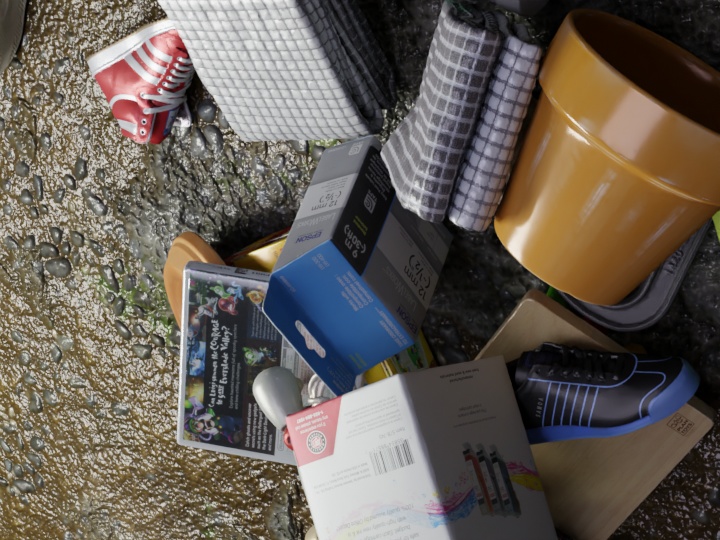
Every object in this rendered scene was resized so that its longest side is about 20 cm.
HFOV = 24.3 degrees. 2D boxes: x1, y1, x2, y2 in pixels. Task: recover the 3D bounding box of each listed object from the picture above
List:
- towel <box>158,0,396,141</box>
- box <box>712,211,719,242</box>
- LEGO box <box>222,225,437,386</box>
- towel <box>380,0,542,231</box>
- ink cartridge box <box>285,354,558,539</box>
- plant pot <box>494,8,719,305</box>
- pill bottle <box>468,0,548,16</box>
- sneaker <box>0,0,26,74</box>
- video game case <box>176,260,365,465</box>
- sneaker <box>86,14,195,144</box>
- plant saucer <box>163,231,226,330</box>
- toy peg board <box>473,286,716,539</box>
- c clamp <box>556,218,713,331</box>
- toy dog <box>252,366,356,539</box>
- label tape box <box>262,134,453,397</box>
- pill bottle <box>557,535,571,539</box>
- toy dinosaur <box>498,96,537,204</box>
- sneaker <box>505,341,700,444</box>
[{"bbox_3d":[-0.075,-0.210,1.528,0.165,0.086,0.200,4,141,34],"label":"towel"},{"bbox_3d":[0.391,-0.036,1.354,0.200,0.048,0.122,-12,104,37],"label":"box"},{"bbox_3d":[-0.031,0.050,1.661,0.149,0.077,0.200,-19,98,38],"label":"LEGO box"},{"bbox_3d":[0.081,-0.135,1.389,0.085,0.200,0.166,13,104,-7],"label":"towel"},{"bbox_3d":[0.056,0.191,1.407,0.145,0.145,0.200,-23,79,40],"label":"ink cartridge box"},{"bbox_3d":[0.207,-0.080,1.343,0.200,0.200,0.183,38,115,15],"label":"plant pot"},{"bbox_3d":[0.075,-0.298,1.414,0.200,0.113,0.113,30,124,21],"label":"pill bottle"},{"bbox_3d":[-0.406,-0.289,1.775,0.084,0.075,0.200,31,115,18],"label":"sneaker"},{"bbox_3d":[-0.086,0.095,1.616,0.182,0.023,0.200,9,117,8],"label":"video game case"},{"bbox_3d":[-0.187,-0.194,1.665,0.200,0.071,0.113,-18,96,46],"label":"sneaker"},{"bbox_3d":[-0.149,0.057,1.708,0.200,0.037,0.200,51,157,31],"label":"plant saucer"},{"bbox_3d":[0.197,0.119,1.543,0.199,0.098,0.200,34,127,-1],"label":"toy peg board"},{"bbox_3d":[0.217,-0.053,1.448,0.171,0.027,0.200,19,103,7],"label":"c clamp"},{"bbox_3d":[-0.020,0.180,1.576,0.132,0.096,0.200,-11,91,36],"label":"toy dog"},{"bbox_3d":[0.000,0.000,1.496,0.066,0.200,0.143,-14,129,34],"label":"label tape box"},{"bbox_3d":[0.161,0.297,1.554,0.112,0.200,0.113,-24,55,38],"label":"pill bottle"},{"bbox_3d":[0.145,-0.109,1.484,0.200,0.058,0.101,28,122,22],"label":"toy dinosaur"},{"bbox_3d":[0.186,0.097,1.430,0.200,0.070,0.078,-17,120,30],"label":"sneaker"}]
